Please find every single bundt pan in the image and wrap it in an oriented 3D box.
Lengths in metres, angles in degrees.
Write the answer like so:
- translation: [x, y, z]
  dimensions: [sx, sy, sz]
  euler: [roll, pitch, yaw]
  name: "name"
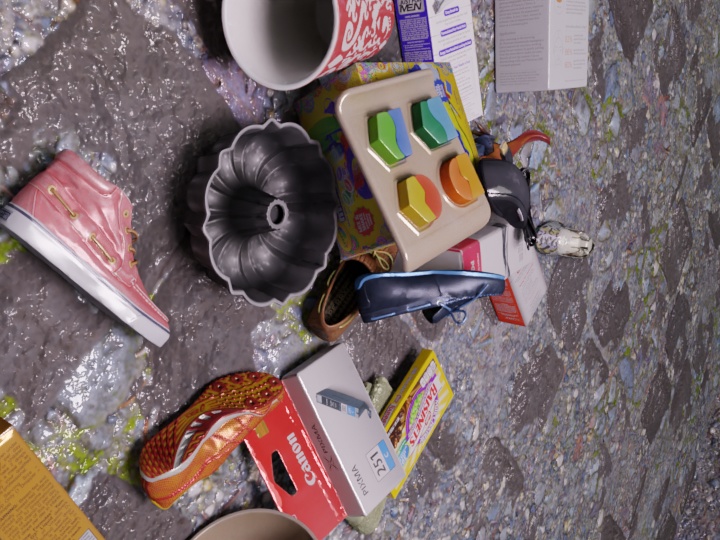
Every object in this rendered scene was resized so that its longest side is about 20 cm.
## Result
- translation: [-0.117, -0.065, 0.792]
  dimensions: [0.200, 0.075, 0.207]
  euler: [-11, 104, -48]
  name: "bundt pan"

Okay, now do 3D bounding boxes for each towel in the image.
- translation: [0.016, 0.272, 1.036]
  dimensions: [0.149, 0.036, 0.203]
  euler: [48, 61, -41]
  name: "towel"

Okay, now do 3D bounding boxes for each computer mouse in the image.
- translation: [0.210, -0.126, 0.962]
  dimensions: [0.199, 0.045, 0.143]
  euler: [33, 47, -54]
  name: "computer mouse"

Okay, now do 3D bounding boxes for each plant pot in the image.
- translation: [-0.117, 0.421, 0.821]
  dimensions: [0.187, 0.185, 0.203]
  euler: [-41, 139, -37]
  name: "plant pot"

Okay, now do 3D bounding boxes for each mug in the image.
- translation: [-0.052, -0.298, 0.768]
  dimensions: [0.181, 0.131, 0.200]
  euler: [66, 29, -9]
  name: "mug"

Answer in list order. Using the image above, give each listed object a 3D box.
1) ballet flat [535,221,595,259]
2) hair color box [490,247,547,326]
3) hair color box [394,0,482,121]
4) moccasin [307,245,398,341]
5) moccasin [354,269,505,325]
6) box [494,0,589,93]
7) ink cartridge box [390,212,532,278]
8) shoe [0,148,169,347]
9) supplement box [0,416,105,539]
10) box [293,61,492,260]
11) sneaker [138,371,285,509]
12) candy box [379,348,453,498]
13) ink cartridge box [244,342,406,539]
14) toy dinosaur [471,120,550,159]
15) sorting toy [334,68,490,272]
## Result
- translation: [0.422, -0.059, 1.427]
  dimensions: [0.198, 0.071, 0.074]
  euler: [5, 93, -49]
  name: "ballet flat"
- translation: [0.267, -0.007, 1.261]
  dimensions: [0.102, 0.060, 0.202]
  euler: [-52, 132, -30]
  name: "hair color box"
- translation: [0.116, -0.313, 1.030]
  dimensions: [0.109, 0.064, 0.204]
  euler: [-31, 121, -41]
  name: "hair color box"
- translation: [-0.001, -0.001, 0.932]
  dimensions: [0.073, 0.078, 0.202]
  euler: [41, 66, -2]
  name: "moccasin"
- translation: [0.088, 0.035, 0.901]
  dimensions: [0.195, 0.080, 0.070]
  euler: [-2, 90, -7]
  name: "moccasin"
- translation: [0.310, -0.413, 1.205]
  dimensions: [0.151, 0.105, 0.205]
  euler: [-18, 110, -46]
  name: "box"
- translation: [0.150, -0.029, 1.055]
  dimensions: [0.198, 0.143, 0.086]
  euler: [-25, 116, -44]
  name: "ink cartridge box"
- translation: [-0.234, -0.017, 0.667]
  dimensions: [0.092, 0.071, 0.201]
  euler: [-55, 129, -20]
  name: "shoe"
- translation: [-0.297, 0.223, 0.641]
  dimensions: [0.069, 0.066, 0.203]
  euler: [-47, 129, -33]
  name: "supplement box"
- translation: [0.046, -0.141, 0.891]
  dimensions: [0.191, 0.121, 0.204]
  euler: [-18, 90, -46]
  name: "box"
- translation: [-0.166, 0.183, 0.800]
  dimensions: [0.199, 0.072, 0.078]
  euler: [-33, 142, -37]
  name: "sneaker"
- translation: [0.073, 0.225, 1.052]
  dimensions: [0.201, 0.026, 0.103]
  euler: [-52, 131, -35]
  name: "candy box"
- translation: [-0.046, 0.222, 0.894]
  dimensions: [0.175, 0.044, 0.203]
  euler: [-30, 95, -43]
  name: "ink cartridge box"
- translation: [0.189, -0.178, 1.083]
  dimensions: [0.106, 0.197, 0.182]
  euler: [61, 20, -16]
  name: "toy dinosaur"
- translation: [0.071, -0.121, 0.797]
  dimensions: [0.184, 0.036, 0.204]
  euler: [-28, 98, -45]
  name: "sorting toy"
